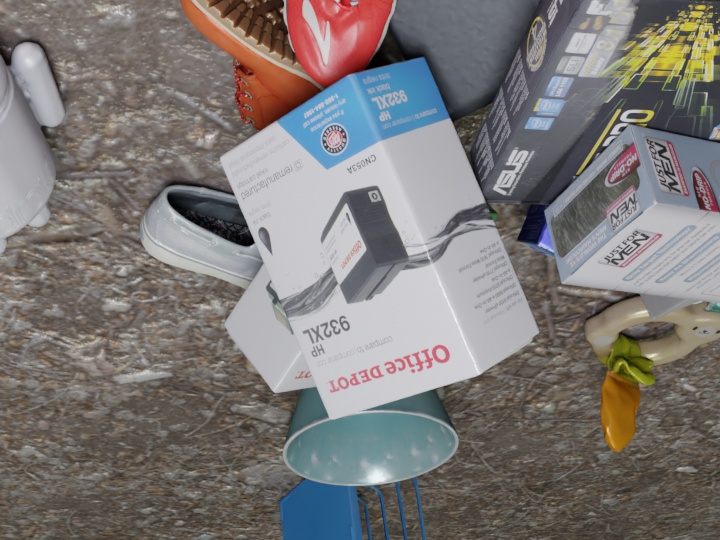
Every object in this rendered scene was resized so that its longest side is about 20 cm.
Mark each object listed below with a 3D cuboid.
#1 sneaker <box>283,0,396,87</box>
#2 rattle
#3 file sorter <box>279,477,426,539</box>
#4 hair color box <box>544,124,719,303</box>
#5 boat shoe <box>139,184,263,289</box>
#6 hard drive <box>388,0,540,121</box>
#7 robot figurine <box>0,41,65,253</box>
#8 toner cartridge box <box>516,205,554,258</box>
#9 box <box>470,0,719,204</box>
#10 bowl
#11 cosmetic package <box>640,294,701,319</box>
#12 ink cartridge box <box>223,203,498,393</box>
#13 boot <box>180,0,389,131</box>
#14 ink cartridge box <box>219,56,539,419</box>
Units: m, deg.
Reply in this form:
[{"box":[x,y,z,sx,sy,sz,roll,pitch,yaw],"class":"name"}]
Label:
[{"box":[-0.004,-0.197,0.602,0.076,0.085,0.202,14,124,-5],"class":"sneaker"},{"box":[0.345,0.089,1.071,0.198,0.144,0.131,-14,127,23],"class":"rattle"},{"box":[-0.013,0.357,1.411,0.121,0.140,0.200,11,143,-29],"class":"file sorter"},{"box":[0.234,-0.029,0.665,0.198,0.061,0.099,6,148,-25],"class":"hair color box"},{"box":[-0.093,-0.027,0.891,0.199,0.071,0.072,13,143,-23],"class":"boat shoe"},{"box":[0.107,-0.197,0.650,0.198,0.033,0.140,-23,112,24],"class":"hard drive"},{"box":[-0.292,-0.097,0.723,0.169,0.113,0.201,-40,151,-18],"class":"robot figurine"},{"box":[0.187,-0.024,0.836,0.094,0.044,0.200,24,-176,4],"class":"toner cartridge box"},{"box":[0.170,-0.112,0.614,0.159,0.050,0.201,2,150,-12],"class":"box"},{"box":[0.008,0.159,1.148,0.198,0.106,0.202,-3,145,-2],"class":"bowl"},{"box":[0.303,-0.027,0.859,0.106,0.091,0.200,-22,172,-5],"class":"cosmetic package"},{"box":[0.000,0.000,0.840,0.145,0.084,0.201,0,132,-53],"class":"ink cartridge box"},{"box":[-0.070,-0.145,0.724,0.106,0.076,0.199,-23,143,33],"class":"boot"},{"box":[0.010,-0.018,0.679,0.144,0.202,0.083,-23,-179,42],"class":"ink cartridge box"}]
